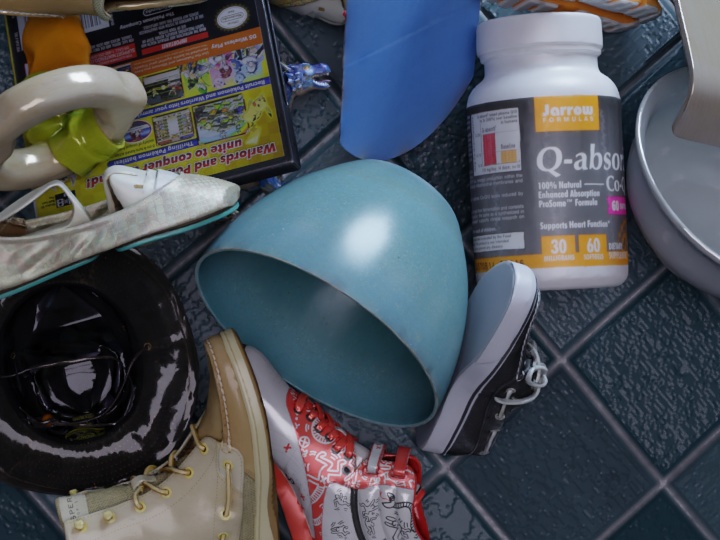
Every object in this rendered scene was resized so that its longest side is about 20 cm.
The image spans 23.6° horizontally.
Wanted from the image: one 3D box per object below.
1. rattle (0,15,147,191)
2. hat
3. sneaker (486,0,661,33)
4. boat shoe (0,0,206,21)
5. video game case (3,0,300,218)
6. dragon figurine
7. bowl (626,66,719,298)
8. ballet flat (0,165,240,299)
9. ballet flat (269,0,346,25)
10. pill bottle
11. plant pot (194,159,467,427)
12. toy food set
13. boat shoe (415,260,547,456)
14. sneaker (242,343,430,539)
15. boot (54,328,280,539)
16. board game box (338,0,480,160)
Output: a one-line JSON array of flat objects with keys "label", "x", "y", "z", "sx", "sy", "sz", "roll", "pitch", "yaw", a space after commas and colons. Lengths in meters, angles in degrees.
[{"label": "rattle", "x": -0.254, "y": -0.128, "z": 1.163, "sx": 0.199, "sy": 0.130, "sz": 0.144, "roll": -12, "pitch": 84, "yaw": -39}, {"label": "hat", "x": -0.210, "y": 0.062, "z": 1.270, "sx": 0.199, "sy": 0.081, "sz": 0.202, "roll": 0, "pitch": 98, "yaw": -3}, {"label": "sneaker", "x": 0.147, "y": -0.235, "z": 1.280, "sx": 0.199, "sy": 0.078, "sz": 0.078, "roll": 11, "pitch": 72, "yaw": -46}, {"label": "boat shoe", "x": -0.187, "y": -0.205, "z": 1.194, "sx": 0.199, "sy": 0.076, "sz": 0.072, "roll": -11, "pitch": 134, "yaw": -6}, {"label": "video game case", "x": -0.155, "y": -0.137, "z": 1.258, "sx": 0.199, "sy": 0.025, "sz": 0.182, "roll": -14, "pitch": 77, "yaw": 10}, {"label": "dragon figurine", "x": -0.106, "y": -0.089, "z": 1.289, "sx": 0.199, "sy": 0.059, "sz": 0.100, "roll": -23, "pitch": 91, "yaw": -3}, {"label": "bowl", "x": 0.274, "y": -0.048, "z": 1.290, "sx": 0.200, "sy": 0.090, "sz": 0.202, "roll": 13, "pitch": 53, "yaw": -18}, {"label": "ballet flat", "x": -0.182, "y": -0.038, "z": 1.186, "sx": 0.199, "sy": 0.067, "sz": 0.063, "roll": -21, "pitch": 106, "yaw": -5}, {"label": "ballet flat", "x": 0.000, "y": -0.220, "z": 1.301, "sx": 0.199, "sy": 0.071, "sz": 0.071, "roll": -15, "pitch": 91, "yaw": -5}, {"label": "pill bottle", "x": 0.138, "y": -0.085, "z": 1.284, "sx": 0.116, "sy": 0.116, "sz": 0.201, "roll": -3, "pitch": 90, "yaw": -5}, {"label": "plant pot", "x": 0.000, "y": 0.000, "z": 1.246, "sx": 0.200, "sy": 0.200, "sz": 0.135, "roll": 35, "pitch": 65, "yaw": -4}, {"label": "toy food set", "x": 0.277, "y": -0.172, "z": 1.277, "sx": 0.143, "sy": 0.060, "sz": 0.201, "roll": 10, "pitch": 54, "yaw": -22}, {"label": "boat shoe", "x": 0.101, "y": 0.072, "z": 1.256, "sx": 0.068, "sy": 0.074, "sz": 0.200, "roll": 13, "pitch": 131, "yaw": -10}, {"label": "sneaker", "x": -0.018, "y": 0.133, "z": 1.281, "sx": 0.107, "sy": 0.067, "sz": 0.202, "roll": -20, "pitch": 97, "yaw": 11}, {"label": "boot", "x": -0.139, "y": 0.145, "z": 1.215, "sx": 0.154, "sy": 0.073, "sz": 0.201, "roll": -7, "pitch": 111, "yaw": -7}, {"label": "board game box", "x": 0.026, "y": -0.179, "z": 1.252, "sx": 0.039, "sy": 0.201, "sz": 0.158, "roll": 28, "pitch": 42, "yaw": 31}]
